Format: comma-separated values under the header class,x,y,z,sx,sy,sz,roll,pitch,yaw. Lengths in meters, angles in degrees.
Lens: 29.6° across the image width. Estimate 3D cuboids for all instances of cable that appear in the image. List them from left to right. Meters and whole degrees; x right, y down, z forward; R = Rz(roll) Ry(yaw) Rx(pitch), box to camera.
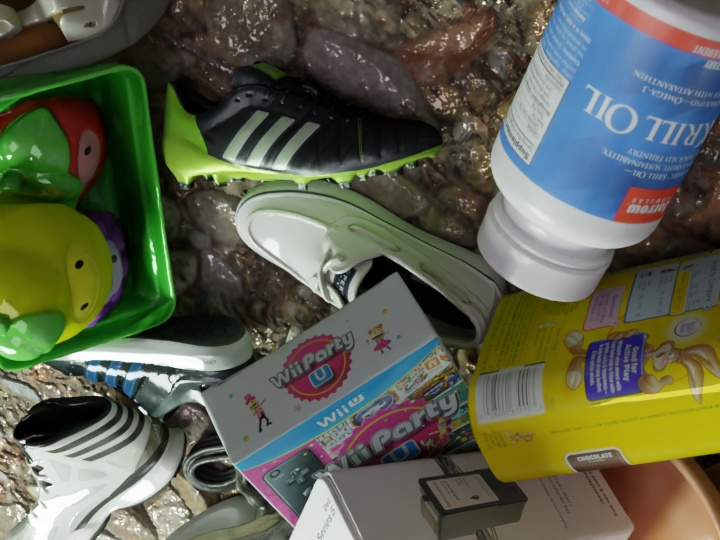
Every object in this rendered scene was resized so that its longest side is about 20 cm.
class,x,y,z,sx,sy,sz,roll,pitch,yaw
cable,-0.058,0.116,1.035,0.097,0.051,0.200,29,137,-15

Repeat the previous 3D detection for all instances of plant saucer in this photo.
class,x,y,z,sx,sy,sz,roll,pitch,yaw
plant saucer,0.187,0.195,0.918,0.200,0.037,0.202,16,109,54

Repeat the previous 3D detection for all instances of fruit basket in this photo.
class,x,y,z,sx,sy,sz,roll,pitch,yaw
fruit basket,-0.198,-0.023,0.894,0.216,0.154,0.217,49,148,44

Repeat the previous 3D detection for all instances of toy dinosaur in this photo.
class,x,y,z,sx,sy,sz,roll,pitch,yaw
toy dinosaur,-0.057,0.178,1.001,0.198,0.047,0.089,5,90,-24

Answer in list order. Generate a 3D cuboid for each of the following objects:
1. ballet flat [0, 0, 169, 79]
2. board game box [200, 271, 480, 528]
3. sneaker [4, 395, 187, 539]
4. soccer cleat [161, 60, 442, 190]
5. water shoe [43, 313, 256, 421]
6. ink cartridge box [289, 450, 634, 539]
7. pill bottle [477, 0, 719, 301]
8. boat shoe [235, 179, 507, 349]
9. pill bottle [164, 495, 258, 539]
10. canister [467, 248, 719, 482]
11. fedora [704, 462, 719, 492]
class,x,y,z,sx,sy,sz,roll,pitch,yaw
ballet flat,-0.210,-0.157,0.862,0.199,0.064,0.068,-22,89,-15
board game box,0.007,0.111,0.894,0.147,0.064,0.200,-32,139,1
sneaker,-0.242,0.159,1.075,0.200,0.076,0.115,-38,122,23
soccer cleat,-0.044,-0.097,0.896,0.198,0.067,0.082,1,103,21
water shoe,-0.166,0.077,1.010,0.199,0.071,0.080,2,111,33
ink cartridge box,0.055,0.195,0.894,0.084,0.199,0.146,60,142,38
pill bottle,0.143,-0.084,0.799,0.112,0.112,0.201,26,123,7
boat shoe,0.000,0.000,0.924,0.199,0.066,0.072,26,122,7
pill bottle,-0.074,0.288,1.073,0.112,0.113,0.201,-23,105,29
canister,0.177,0.055,0.836,0.199,0.149,0.087,-13,119,29
fedora,0.288,0.217,0.913,0.199,0.082,0.202,9,119,16
